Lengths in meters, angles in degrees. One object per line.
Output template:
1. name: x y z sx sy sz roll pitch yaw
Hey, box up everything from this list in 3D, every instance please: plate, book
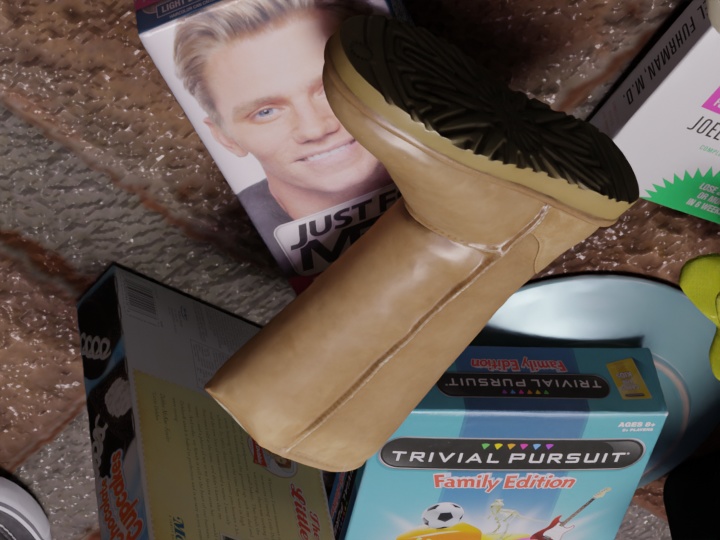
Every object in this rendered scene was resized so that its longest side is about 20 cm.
1. plate: 0.109 0.079 1.099 0.199 0.026 0.201 -7 137 -6
2. book: 0.207 -0.099 0.922 0.133 0.048 0.200 16 134 -25

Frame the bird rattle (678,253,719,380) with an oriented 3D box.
1. bird rattle: 0.256 0.020 0.937 0.199 0.113 0.164 18 113 -8

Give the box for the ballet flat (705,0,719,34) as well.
1. ballet flat: 0.172 -0.186 0.770 0.069 0.069 0.201 23 101 -32

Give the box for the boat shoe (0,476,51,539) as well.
1. boat shoe: -0.202 0.193 1.119 0.069 0.067 0.201 -4 137 -8

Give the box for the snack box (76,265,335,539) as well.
1. snack box: -0.069 0.097 0.948 0.116 0.201 0.037 25 124 -33

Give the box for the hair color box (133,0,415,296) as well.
1. hair color box: -0.015 -0.069 0.888 0.099 0.061 0.200 -21 136 9

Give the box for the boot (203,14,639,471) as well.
1. boot: 0.000 0.000 0.871 0.175 0.066 0.200 25 125 -34

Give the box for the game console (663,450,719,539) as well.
1. game console: 0.244 0.122 1.056 0.199 0.172 0.118 -22 137 18

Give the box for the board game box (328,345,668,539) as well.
1. board game box: 0.062 0.123 1.083 0.150 0.047 0.201 1 136 -12
